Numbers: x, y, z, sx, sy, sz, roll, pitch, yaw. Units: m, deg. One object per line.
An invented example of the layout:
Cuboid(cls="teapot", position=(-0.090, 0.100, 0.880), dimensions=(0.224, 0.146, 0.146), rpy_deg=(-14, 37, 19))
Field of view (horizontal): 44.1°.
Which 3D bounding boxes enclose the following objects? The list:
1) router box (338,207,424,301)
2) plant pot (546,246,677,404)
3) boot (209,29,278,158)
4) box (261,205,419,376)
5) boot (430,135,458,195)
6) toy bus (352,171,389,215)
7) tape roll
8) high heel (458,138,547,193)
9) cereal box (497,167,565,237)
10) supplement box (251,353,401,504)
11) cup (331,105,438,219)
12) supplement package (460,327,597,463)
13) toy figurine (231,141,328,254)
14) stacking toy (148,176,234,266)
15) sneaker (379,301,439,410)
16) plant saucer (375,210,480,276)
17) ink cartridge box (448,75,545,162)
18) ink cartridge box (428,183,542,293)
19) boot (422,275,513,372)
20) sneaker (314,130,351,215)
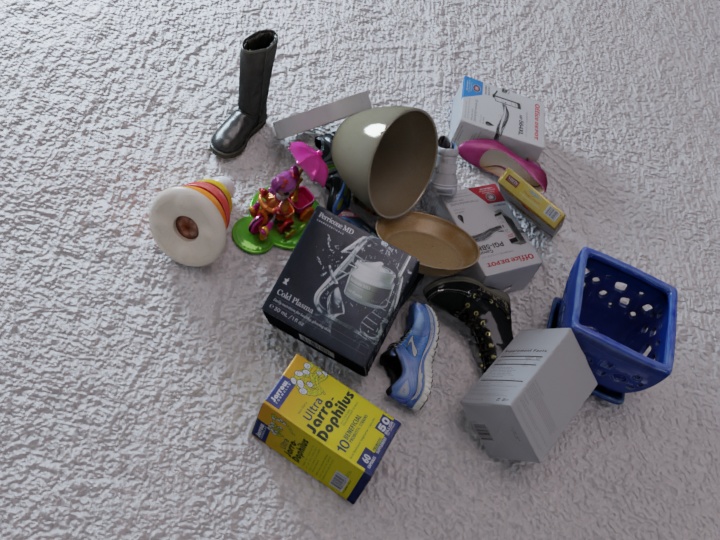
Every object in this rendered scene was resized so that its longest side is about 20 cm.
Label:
Cuboid(cls="router box", position=(0.000, 0.000, 1.610), dimensions=(0.198, 0.063, 0.150), rpy_deg=(37, 52, 8))
Cuboid(cls="plant pot", position=(0.440, 0.113, 1.613), dimensions=(0.196, 0.181, 0.202), rpy_deg=(24, 50, -2))
Cuboid(cls="boot", position=(-0.218, -0.333, 1.683), dimensions=(0.071, 0.202, 0.183), rpy_deg=(28, 50, 3))
Cuboid(cls="box", position=(-0.031, 0.037, 1.479), dimensions=(0.197, 0.124, 0.200), rpy_deg=(27, 78, 6))
Cuboid(cls="boot", position=(0.163, -0.218, 1.752), dimensions=(0.072, 0.098, 0.201), rpy_deg=(4, 18, -6))
Cuboid(cls="toy bus", position=(0.065, -0.197, 1.776), dimensions=(0.077, 0.066, 0.201), rpy_deg=(30, 51, 6))
Cuboid(cls="tape roll", position=(-0.073, -0.301, 1.726), dimensions=(0.200, 0.201, 0.038), rpy_deg=(-24, 101, -32))
Cuboid(cls="high heel", position=(0.298, -0.214, 1.861), dimensions=(0.196, 0.068, 0.097), rpy_deg=(20, 33, -13))
Cuboid(cls="cereal box", position=(0.338, -0.130, 1.761), dimensions=(0.143, 0.200, 0.040), rpy_deg=(41, 94, 11))
Cuboid(cls="supplement box", position=(-0.055, 0.246, 1.381), dimensions=(0.198, 0.110, 0.109), rpy_deg=(32, 51, 6))
Cuboid(cls="cup", position=(0.029, -0.214, 1.634), dimensions=(0.142, 0.204, 0.199), rpy_deg=(25, 44, 35))
Cuboid(cls="supplement package", position=(0.285, 0.205, 1.493), dimensions=(0.200, 0.119, 0.123), rpy_deg=(-42, 110, -33))
Cuboid(cls="toy figurine", position=(-0.132, -0.142, 1.587), dimensions=(0.198, 0.185, 0.151), rpy_deg=(-30, 69, -34))
Cuboid(cls="stacking toy", position=(-0.270, -0.114, 1.571), dimensions=(0.144, 0.148, 0.201), rpy_deg=(27, 35, 2))
Cuboid(cls="sneaker", position=(0.082, 0.136, 1.532), dimensions=(0.087, 0.079, 0.203), rpy_deg=(17, 51, -10))
Cuboid(cls="plant saucer", position=(0.118, -0.043, 1.608), dimensions=(0.195, 0.036, 0.202), rpy_deg=(12, 30, -7))
Cuboid(cls="ink cartridge box", position=(0.299, -0.319, 1.937), dimensions=(0.195, 0.085, 0.148), rpy_deg=(16, 52, -8))
Cuboid(cls="ink cartridge box", position=(0.239, -0.058, 1.726), dimensions=(0.144, 0.083, 0.203), rpy_deg=(-12, 60, -28))
Cuboid(cls="boot", position=(0.207, 0.100, 1.586), dimensions=(0.200, 0.073, 0.157), rpy_deg=(15, 51, -35))
Cuboid(cls="sneaker", position=(-0.059, -0.185, 1.730), dimensions=(0.080, 0.071, 0.203), rpy_deg=(-5, 57, 0))
